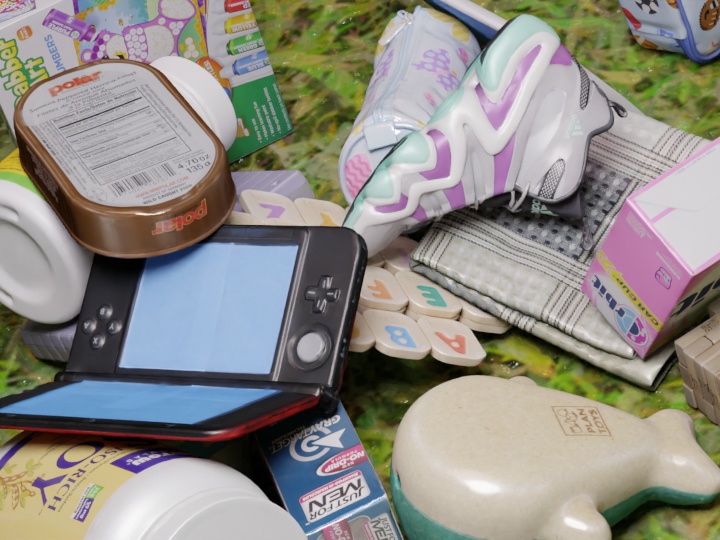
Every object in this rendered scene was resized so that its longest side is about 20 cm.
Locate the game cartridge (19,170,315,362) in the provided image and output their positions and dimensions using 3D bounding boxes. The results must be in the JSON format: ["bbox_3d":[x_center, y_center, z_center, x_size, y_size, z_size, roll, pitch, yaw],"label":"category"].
[{"bbox_3d":[-0.137,-0.005,1.862,0.200,0.039,0.129,-38,21,-21],"label":"game cartridge"}]

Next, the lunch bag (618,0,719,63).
[{"bbox_3d":[0.241,-0.263,1.905,0.160,0.201,0.075,-41,41,-25],"label":"lunch bag"}]

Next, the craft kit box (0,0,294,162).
[{"bbox_3d":[-0.165,-0.141,1.933,0.197,0.201,0.049,-26,41,-7],"label":"craft kit box"}]

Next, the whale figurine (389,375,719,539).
[{"bbox_3d":[0.114,0.131,1.613,0.199,0.104,0.159,-3,35,-18],"label":"whale figurine"}]

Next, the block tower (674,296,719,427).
[{"bbox_3d":[0.268,0.090,1.610,0.058,0.054,0.200,-32,41,-15],"label":"block tower"}]

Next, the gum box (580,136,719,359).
[{"bbox_3d":[0.244,-0.041,1.688,0.200,0.114,0.066,-32,72,-25],"label":"gum box"}]

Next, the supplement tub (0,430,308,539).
[{"bbox_3d":[-0.132,0.173,1.580,0.145,0.146,0.200,-42,31,-25],"label":"supplement tub"}]

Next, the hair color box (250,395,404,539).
[{"bbox_3d":[-0.026,0.122,1.658,0.060,0.100,0.200,-25,39,-3],"label":"hair color box"}]

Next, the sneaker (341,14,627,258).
[{"bbox_3d":[0.090,-0.052,1.737,0.200,0.140,0.078,-48,3,6],"label":"sneaker"}]

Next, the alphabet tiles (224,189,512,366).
[{"bbox_3d":[0.000,0.000,1.759,0.199,0.015,0.196,9,28,-25],"label":"alphabet tiles"}]

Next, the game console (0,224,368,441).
[{"bbox_3d":[-0.118,0.034,1.621,0.199,0.119,0.173,2,69,29],"label":"game console"}]

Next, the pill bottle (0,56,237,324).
[{"bbox_3d":[-0.175,-0.062,1.840,0.111,0.112,0.200,14,42,33],"label":"pill bottle"}]

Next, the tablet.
[{"bbox_3d":[0.112,-0.162,1.909,0.200,0.130,0.014,33,92,44],"label":"tablet"}]

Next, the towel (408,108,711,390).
[{"bbox_3d":[0.161,-0.030,1.769,0.199,0.035,0.193,27,56,22],"label":"towel"}]

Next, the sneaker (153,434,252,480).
[{"bbox_3d":[-0.114,0.078,1.758,0.076,0.081,0.200,-20,36,1],"label":"sneaker"}]

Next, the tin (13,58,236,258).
[{"bbox_3d":[-0.154,-0.076,1.730,0.111,0.042,0.200,-19,37,-19],"label":"tin"}]

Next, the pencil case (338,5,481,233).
[{"bbox_3d":[0.037,-0.108,1.871,0.083,0.091,0.200,1,31,9],"label":"pencil case"}]
